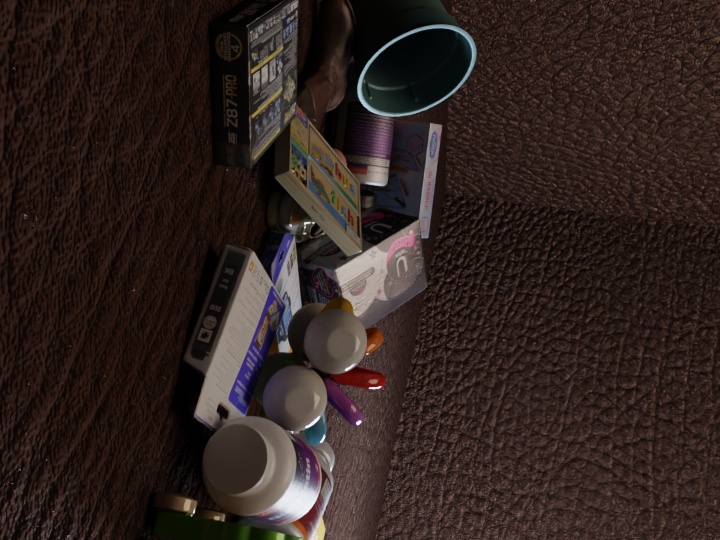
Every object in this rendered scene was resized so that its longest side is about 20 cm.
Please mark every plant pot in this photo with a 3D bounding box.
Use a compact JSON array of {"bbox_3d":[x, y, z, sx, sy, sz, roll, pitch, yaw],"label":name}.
[{"bbox_3d":[0.058,-0.389,1.515,0.201,0.198,0.197,80,-10,-61],"label":"plant pot"}]

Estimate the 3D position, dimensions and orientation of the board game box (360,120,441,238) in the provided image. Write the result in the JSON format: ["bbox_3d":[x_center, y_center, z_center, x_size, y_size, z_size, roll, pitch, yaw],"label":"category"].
[{"bbox_3d":[0.045,-0.172,1.697,0.041,0.199,0.202,-2,102,-52],"label":"board game box"}]

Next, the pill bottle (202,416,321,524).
[{"bbox_3d":[-0.119,0.239,1.120,0.200,0.111,0.114,59,39,-69],"label":"pill bottle"}]

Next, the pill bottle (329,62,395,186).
[{"bbox_3d":[0.005,-0.252,1.631,0.111,0.110,0.202,-22,120,-79],"label":"pill bottle"}]

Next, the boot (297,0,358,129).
[{"bbox_3d":[-0.062,-0.295,1.373,0.200,0.064,0.188,-58,153,-57],"label":"boot"}]

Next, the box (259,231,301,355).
[{"bbox_3d":[-0.120,0.042,1.342,0.120,0.041,0.201,-73,164,-45],"label":"box"}]

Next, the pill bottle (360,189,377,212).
[{"bbox_3d":[-0.021,-0.039,1.649,0.112,0.111,0.202,-47,143,-74],"label":"pill bottle"}]

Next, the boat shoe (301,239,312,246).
[{"bbox_3d":[-0.076,0.050,1.555,0.069,0.056,0.202,-52,148,-72],"label":"boat shoe"}]

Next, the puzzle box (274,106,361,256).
[{"bbox_3d":[-0.056,-0.127,1.306,0.200,0.025,0.134,47,32,-47],"label":"puzzle box"}]

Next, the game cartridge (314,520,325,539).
[{"bbox_3d":[-0.113,0.576,1.854,0.177,0.032,0.201,84,19,-56],"label":"game cartridge"}]

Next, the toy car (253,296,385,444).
[{"bbox_3d":[-0.046,0.144,1.254,0.201,0.150,0.175,-54,-166,-7],"label":"toy car"}]

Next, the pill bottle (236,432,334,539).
[{"bbox_3d":[-0.107,0.343,1.415,0.200,0.112,0.114,-64,160,-55],"label":"pill bottle"}]

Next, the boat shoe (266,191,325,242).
[{"bbox_3d":[-0.082,-0.074,1.385,0.200,0.068,0.076,-6,104,-81],"label":"boat shoe"}]

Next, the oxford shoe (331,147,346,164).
[{"bbox_3d":[-0.057,-0.096,1.544,0.074,0.070,0.202,-52,139,-63],"label":"oxford shoe"}]

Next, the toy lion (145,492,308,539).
[{"bbox_3d":[-0.128,0.300,1.034,0.200,0.190,0.069,74,26,-69],"label":"toy lion"}]

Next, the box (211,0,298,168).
[{"bbox_3d":[-0.118,-0.230,1.100,0.200,0.049,0.163,-66,160,-60],"label":"box"}]

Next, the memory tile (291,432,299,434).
[{"bbox_3d":[-0.126,0.251,1.543,0.154,0.017,0.202,-64,160,-62],"label":"memory tile"}]

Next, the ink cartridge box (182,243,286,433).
[{"bbox_3d":[-0.156,0.097,1.133,0.198,0.043,0.202,72,33,-68],"label":"ink cartridge box"}]

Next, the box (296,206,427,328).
[{"bbox_3d":[0.000,0.000,1.493,0.199,0.114,0.133,-32,125,-37],"label":"box"}]
